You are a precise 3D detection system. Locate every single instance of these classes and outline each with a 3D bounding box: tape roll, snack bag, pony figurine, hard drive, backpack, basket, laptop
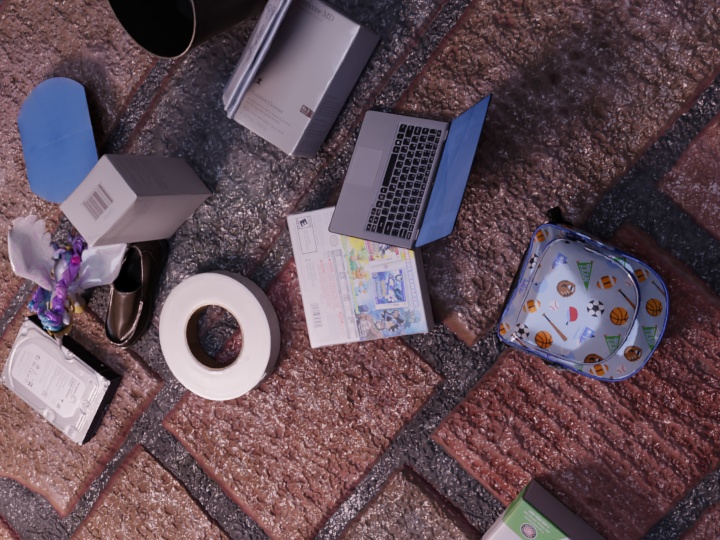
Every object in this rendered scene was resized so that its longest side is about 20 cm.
[{"bbox_3d":[-0.219,0.101,1.260,0.202,0.037,0.204,3,97,20],"label":"tape roll"},{"bbox_3d":[-0.144,-0.311,1.109,0.021,0.200,0.189,25,105,-18],"label":"snack bag"},{"bbox_3d":[-0.454,0.006,1.253,0.166,0.200,0.194,5,100,-17],"label":"pony figurine"},{"bbox_3d":[-0.516,0.186,1.383,0.200,0.038,0.140,34,107,13],"label":"hard drive"},{"bbox_3d":[0.282,0.043,1.009,0.190,0.154,0.201,21,101,6],"label":"backpack"},{"bbox_3d":[-0.222,-0.388,1.101,0.136,0.200,0.181,-33,92,38],"label":"basket"},{"bbox_3d":[0.059,-0.134,1.051,0.199,0.116,0.188,13,77,19],"label":"laptop"}]

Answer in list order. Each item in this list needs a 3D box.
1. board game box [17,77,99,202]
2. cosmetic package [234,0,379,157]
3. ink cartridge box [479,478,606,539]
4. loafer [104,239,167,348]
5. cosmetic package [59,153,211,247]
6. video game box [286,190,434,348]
[{"bbox_3d":[-0.482,-0.210,1.323,0.158,0.039,0.201,-14,87,27],"label":"board game box"},{"bbox_3d":[-0.074,-0.270,1.127,0.113,0.081,0.200,33,108,16],"label":"cosmetic package"},{"bbox_3d":[0.224,0.413,1.103,0.146,0.084,0.200,40,108,13],"label":"ink cartridge box"},{"bbox_3d":[-0.373,0.033,1.291,0.073,0.071,0.201,22,104,17],"label":"loafer"},{"bbox_3d":[-0.322,-0.104,1.187,0.113,0.200,0.081,-42,82,18],"label":"cosmetic package"},{"bbox_3d":[0.000,0.000,1.159,0.182,0.047,0.201,-9,93,23],"label":"video game box"}]
